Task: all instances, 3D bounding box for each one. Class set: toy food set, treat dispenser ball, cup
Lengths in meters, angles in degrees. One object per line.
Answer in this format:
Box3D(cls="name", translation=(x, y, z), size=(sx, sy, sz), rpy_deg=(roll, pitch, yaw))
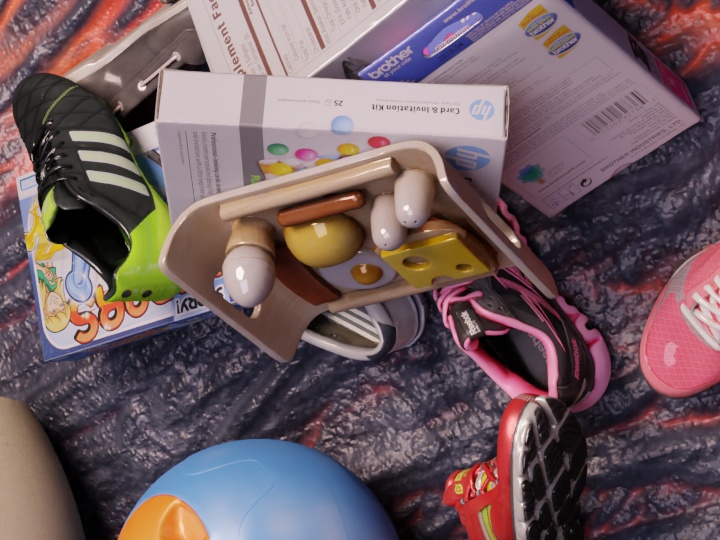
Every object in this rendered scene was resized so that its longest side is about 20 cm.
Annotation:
Box3D(cls="toy food set", translation=(0.000, 0.000, 1.145), size=(0.199, 0.143, 0.061), rpy_deg=(-13, 56, 29))
Box3D(cls="treat dispenser ball", translation=(-0.068, 0.212, 1.273), size=(0.200, 0.201, 0.202), rpy_deg=(5, 103, 22))
Box3D(cls="cup", translation=(-0.288, 0.168, 1.378), size=(0.199, 0.200, 0.144), rpy_deg=(-8, 72, 24))

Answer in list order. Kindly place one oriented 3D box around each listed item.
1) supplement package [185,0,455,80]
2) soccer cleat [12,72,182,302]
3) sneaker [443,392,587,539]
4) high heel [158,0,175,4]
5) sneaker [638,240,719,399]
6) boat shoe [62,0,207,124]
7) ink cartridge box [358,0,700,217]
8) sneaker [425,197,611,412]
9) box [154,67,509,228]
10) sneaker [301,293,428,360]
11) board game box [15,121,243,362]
Box3D(cls="supplement package", translation=(0.011, -0.168, 1.184), size=(0.200, 0.117, 0.118), rpy_deg=(-36, 60, 25))
Box3D(cls="soccer cleat", translation=(-0.182, -0.058, 1.253), size=(0.200, 0.081, 0.068), rpy_deg=(50, 128, 26))
Box3D(cls="sneaker", translation=(0.091, 0.145, 1.222), size=(0.085, 0.077, 0.200), rpy_deg=(25, 144, 23))
Box3D(cls="high heel", translation=(-0.063, -0.261, 1.227), size=(0.142, 0.071, 0.201), rpy_deg=(13, 91, 26))
Box3D(cls="sneaker", translation=(0.233, 0.004, 1.163), size=(0.074, 0.087, 0.200), rpy_deg=(46, 114, 9))
Box3D(cls="boat shoe", translation=(-0.129, -0.147, 1.300), size=(0.200, 0.067, 0.057), rpy_deg=(-28, 105, 30))
Box3D(cls="ink cartridge box", translation=(0.100, -0.113, 1.146), size=(0.119, 0.200, 0.042), rpy_deg=(-34, 50, 25))
Box3D(cls="sneaker", translation=(0.076, 0.015, 1.228), size=(0.200, 0.095, 0.079), rpy_deg=(47, 116, 9))
Box3D(cls="box", translation=(-0.017, -0.059, 1.149), size=(0.199, 0.156, 0.041), rpy_deg=(2, 63, 0))
Box3D(cls="sneaker", translation=(-0.052, 0.000, 1.290), size=(0.199, 0.071, 0.073), rpy_deg=(21, 109, 17))
Box3D(cls="board game box", translation=(-0.148, -0.024, 1.306), size=(0.199, 0.034, 0.136), rpy_deg=(-18, 79, 37))
